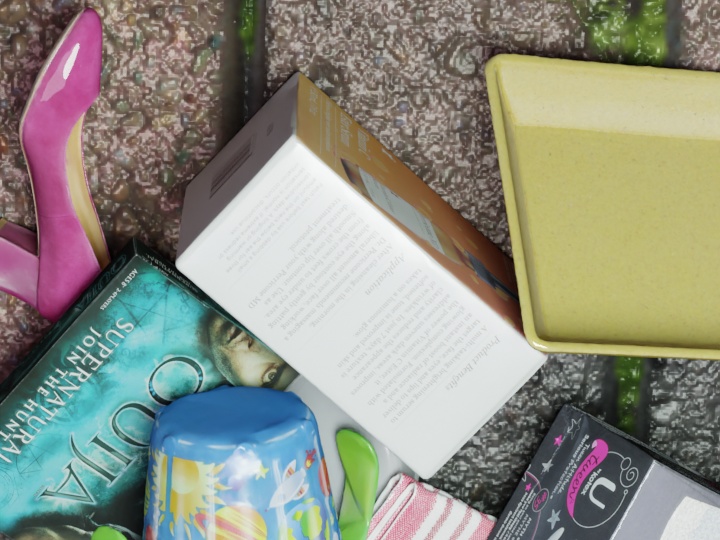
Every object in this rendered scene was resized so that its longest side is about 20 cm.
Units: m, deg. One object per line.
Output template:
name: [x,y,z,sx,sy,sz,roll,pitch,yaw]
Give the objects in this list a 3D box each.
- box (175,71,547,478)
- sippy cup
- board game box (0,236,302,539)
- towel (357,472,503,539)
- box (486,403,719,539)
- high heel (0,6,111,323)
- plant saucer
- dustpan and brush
box: [0.000,0.000,1.548,0.200,0.152,0.106,41,103,-14]
sippy cup: [-0.072,0.142,1.536,0.139,0.178,0.130,1,110,13]
board game box: [-0.149,0.091,1.581,0.135,0.028,0.200,36,107,-23]
towel: [0.060,0.220,1.664,0.200,0.030,0.146,28,106,-30]
box: [0.151,0.209,1.604,0.132,0.115,0.200,28,93,-30]
high heel: [-0.162,-0.057,1.563,0.096,0.067,0.200,21,110,1]
plant saucer: [0.171,-0.027,1.541,0.200,0.200,0.048,3,150,-17]
dustpan and brush: [0.006,0.137,1.649,0.200,0.057,0.140,36,110,-6]
